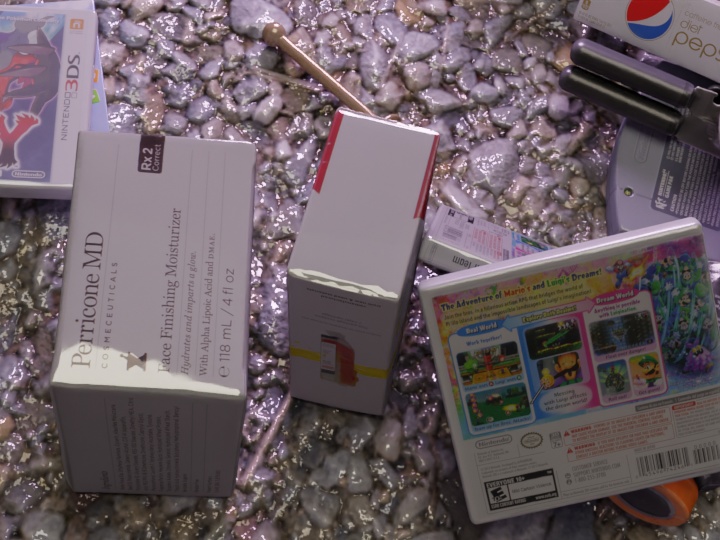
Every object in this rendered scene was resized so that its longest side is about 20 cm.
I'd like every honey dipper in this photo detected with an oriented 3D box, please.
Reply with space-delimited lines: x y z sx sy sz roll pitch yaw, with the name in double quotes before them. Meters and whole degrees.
"honey dipper" -0.018 -0.162 1.151 0.038 0.038 0.200 -38 71 -24

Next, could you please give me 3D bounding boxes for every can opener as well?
"can opener" 0.279 -0.154 1.152 0.198 0.054 0.067 25 29 7

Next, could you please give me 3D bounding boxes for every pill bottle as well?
"pill bottle" 0.260 0.100 1.009 0.105 0.107 0.201 28 62 8

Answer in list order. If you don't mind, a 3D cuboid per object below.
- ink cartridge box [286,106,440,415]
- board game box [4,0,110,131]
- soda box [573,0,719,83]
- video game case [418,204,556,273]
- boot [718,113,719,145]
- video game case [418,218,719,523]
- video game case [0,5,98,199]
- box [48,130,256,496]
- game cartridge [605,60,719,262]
"ink cartridge box" 0.000 0.000 0.969 0.082 0.201 0.147 13 61 4
"board game box" -0.322 -0.159 1.106 0.197 0.037 0.153 -7 63 -13
"soda box" 0.303 -0.225 1.180 0.198 0.064 0.068 28 21 21
"video game case" 0.138 -0.001 1.013 0.180 0.200 0.024 22 101 3
"boot" 0.348 -0.053 1.088 0.071 0.145 0.203 -8 60 11
"video game case" 0.155 0.074 0.899 0.197 0.024 0.185 -13 105 4
"video game case" -0.324 -0.145 1.064 0.197 0.023 0.185 1 62 -7
"box" -0.147 0.037 0.931 0.129 0.201 0.202 3 61 -7
"game cartridge" 0.294 -0.094 1.160 0.131 0.041 0.202 21 61 0
